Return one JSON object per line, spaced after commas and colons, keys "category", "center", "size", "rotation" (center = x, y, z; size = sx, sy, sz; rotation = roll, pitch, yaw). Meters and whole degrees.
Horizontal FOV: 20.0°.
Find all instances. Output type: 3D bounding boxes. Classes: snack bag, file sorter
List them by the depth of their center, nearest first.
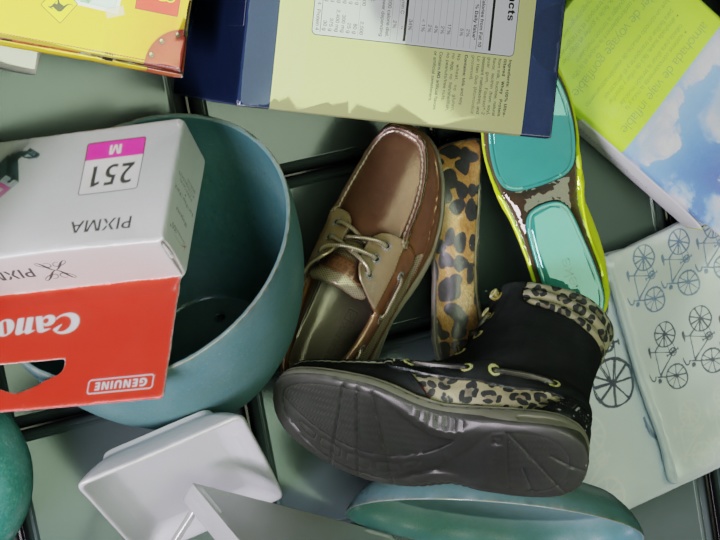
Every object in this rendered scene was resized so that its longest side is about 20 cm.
{"category": "file sorter", "center": [-0.036, 0.242, 1.306], "size": [0.199, 0.139, 0.125], "rotation": [22, 105, -47]}
{"category": "snack bag", "center": [0.199, 0.073, 1.462], "size": [0.199, 0.021, 0.190], "rotation": [-22, 103, -13]}

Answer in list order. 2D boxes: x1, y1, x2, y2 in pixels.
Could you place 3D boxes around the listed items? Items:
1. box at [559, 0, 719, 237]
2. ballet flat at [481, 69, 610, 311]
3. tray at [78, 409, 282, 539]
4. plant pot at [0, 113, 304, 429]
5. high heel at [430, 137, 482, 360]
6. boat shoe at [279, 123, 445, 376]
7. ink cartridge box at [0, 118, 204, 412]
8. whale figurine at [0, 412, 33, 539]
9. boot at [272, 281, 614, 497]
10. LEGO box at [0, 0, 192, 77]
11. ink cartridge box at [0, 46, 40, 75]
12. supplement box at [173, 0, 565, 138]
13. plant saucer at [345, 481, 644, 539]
{"category": "box", "center": [0.214, -0.124, 1.420], "size": [0.200, 0.048, 0.122], "rotation": [40, 84, -11]}
{"category": "ballet flat", "center": [0.123, -0.057, 1.389], "size": [0.066, 0.067, 0.202], "rotation": [-15, 100, 3]}
{"category": "tray", "center": [-0.112, 0.132, 1.294], "size": [0.107, 0.200, 0.022], "rotation": [-24, 69, -3]}
{"category": "plant pot", "center": [-0.117, 0.021, 1.288], "size": [0.200, 0.200, 0.135], "rotation": [-39, 141, -9]}
{"category": "high heel", "center": [0.096, 0.013, 1.390], "size": [0.199, 0.071, 0.143], "rotation": [38, 91, -6]}
{"category": "boat shoe", "center": [0.000, 0.000, 1.333], "size": [0.075, 0.072, 0.202], "rotation": [19, 93, 15]}
{"category": "ink cartridge box", "center": [-0.201, 0.000, 1.221], "size": [0.198, 0.175, 0.044], "rotation": [-6, 142, 16]}
{"category": "whale figurine", "center": [-0.299, 0.151, 1.275], "size": [0.199, 0.104, 0.160], "rotation": [-30, 105, -11]}
{"category": "boot", "center": [0.059, 0.067, 1.304], "size": [0.202, 0.154, 0.074], "rotation": [10, 125, 14]}
{"category": "LEGO box", "center": [-0.193, -0.204, 1.190], "size": [0.198, 0.077, 0.150], "rotation": [9, 94, -20]}
{"category": "ink cartridge box", "center": [-0.283, -0.212, 1.246], "size": [0.198, 0.086, 0.148], "rotation": [12, 93, -17]}
{"category": "supplement box", "center": [0.003, -0.163, 1.278], "size": [0.198, 0.200, 0.136], "rotation": [5, 96, -17]}
{"category": "plant saucer", "center": [0.090, 0.159, 1.355], "size": [0.198, 0.200, 0.028], "rotation": [11, 74, -18]}
